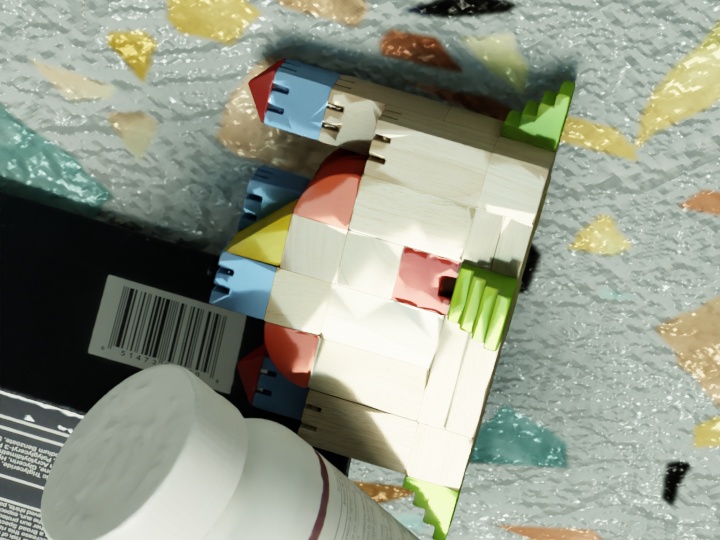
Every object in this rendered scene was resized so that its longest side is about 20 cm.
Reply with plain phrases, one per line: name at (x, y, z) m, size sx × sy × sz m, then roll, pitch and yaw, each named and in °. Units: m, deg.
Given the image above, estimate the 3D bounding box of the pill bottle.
pill bottle at (-0.037, 0.133, 1.212) m, size 0.109 × 0.110 × 0.200 m, roll -24°, pitch 128°, yaw 34°

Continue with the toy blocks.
toy blocks at (0.000, 0.000, 1.223) m, size 0.136 × 0.100 × 0.201 m, roll 16°, pitch 110°, yaw 5°

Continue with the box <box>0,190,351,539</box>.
box at (-0.119, 0.088, 1.350) m, size 0.199 × 0.124 × 0.199 m, roll 17°, pitch 136°, yaw -7°
